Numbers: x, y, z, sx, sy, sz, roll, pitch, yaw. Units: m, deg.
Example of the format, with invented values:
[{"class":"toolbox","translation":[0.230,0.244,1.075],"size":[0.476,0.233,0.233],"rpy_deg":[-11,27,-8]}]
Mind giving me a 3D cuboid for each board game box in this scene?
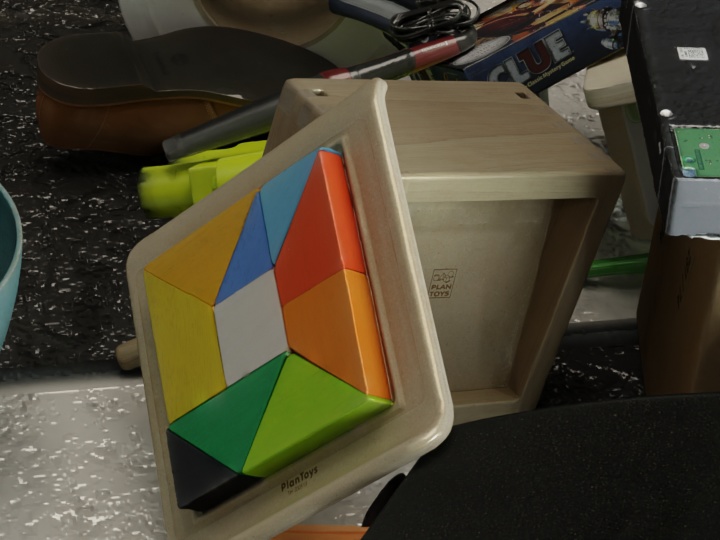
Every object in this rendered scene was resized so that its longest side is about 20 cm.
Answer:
[{"class":"board game box","translation":[0.133,-0.155,1.314],"size":[0.200,0.035,0.135],"rpy_deg":[-28,14,-9]}]

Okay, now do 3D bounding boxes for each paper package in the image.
[{"class":"paper package","translation":[0.215,0.002,1.152],"size":[0.103,0.200,0.191],"rpy_deg":[4,36,-1]}]

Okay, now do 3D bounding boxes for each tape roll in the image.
[{"class":"tape roll","translation":[-0.054,-0.200,1.397],"size":[0.202,0.203,0.071],"rpy_deg":[2,35,-5]}]

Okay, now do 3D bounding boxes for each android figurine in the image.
[{"class":"android figurine","translation":[-0.023,-0.062,1.282],"size":[0.199,0.041,0.182],"rpy_deg":[-7,8,15]}]

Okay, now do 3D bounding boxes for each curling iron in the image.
[{"class":"curling iron","translation":[-0.021,-0.107,1.267],"size":[0.200,0.026,0.050],"rpy_deg":[-27,37,-7]}]

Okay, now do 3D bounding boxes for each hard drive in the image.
[{"class":"hard drive","translation":[0.204,-0.083,1.067],"size":[0.139,0.038,0.200],"rpy_deg":[1,35,-2]}]

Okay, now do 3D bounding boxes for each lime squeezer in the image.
[{"class":"lime squeezer","translation":[0.206,-0.017,1.330],"size":[0.200,0.038,0.071],"rpy_deg":[-24,14,-33]}]

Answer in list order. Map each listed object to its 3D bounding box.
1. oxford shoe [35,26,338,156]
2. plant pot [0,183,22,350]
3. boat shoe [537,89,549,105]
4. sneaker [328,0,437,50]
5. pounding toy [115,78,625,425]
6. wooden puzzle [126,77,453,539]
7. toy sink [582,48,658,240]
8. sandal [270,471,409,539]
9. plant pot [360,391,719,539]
[{"class":"oxford shoe","translation":[-0.105,-0.106,1.370],"size":[0.199,0.071,0.071],"rpy_deg":[-1,43,-16]},{"class":"plant pot","translation":[-0.268,0.037,1.094],"size":[0.199,0.135,0.200],"rpy_deg":[4,36,-3]},{"class":"boat shoe","translation":[0.078,-0.090,1.388],"size":[0.071,0.070,0.201],"rpy_deg":[-14,34,16]},{"class":"sneaker","translation":[0.073,-0.185,1.334],"size":[0.199,0.109,0.070],"rpy_deg":[3,16,-16]},{"class":"pounding toy","translation":[0.000,0.000,1.166],"size":[0.184,0.200,0.142],"rpy_deg":[-2,34,-36]},{"class":"wooden puzzle","translation":[-0.045,0.028,1.037],"size":[0.037,0.185,0.200],"rpy_deg":[21,49,-40]},{"class":"toy sink","translation":[0.211,-0.093,1.301],"size":[0.130,0.112,0.200],"rpy_deg":[-13,17,12]},{"class":"sandal","translation":[0.012,0.134,1.063],"size":[0.206,0.059,0.079],"rpy_deg":[0,37,-7]},{"class":"plant pot","translation":[0.094,0.170,0.929],"size":[0.177,0.200,0.200],"rpy_deg":[9,34,25]}]
